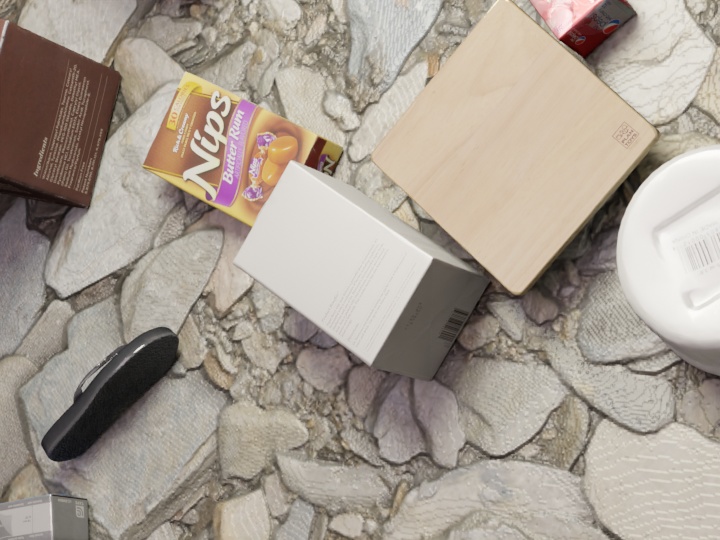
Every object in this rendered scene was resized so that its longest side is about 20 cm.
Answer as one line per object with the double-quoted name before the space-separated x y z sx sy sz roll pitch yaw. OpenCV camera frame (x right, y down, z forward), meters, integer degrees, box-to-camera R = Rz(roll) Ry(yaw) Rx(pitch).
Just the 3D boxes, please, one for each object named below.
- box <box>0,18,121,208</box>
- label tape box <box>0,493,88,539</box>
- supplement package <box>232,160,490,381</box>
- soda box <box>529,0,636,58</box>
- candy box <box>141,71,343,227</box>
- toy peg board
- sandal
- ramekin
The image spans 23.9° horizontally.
"box" -0.402 -0.178 1.893 0.165 0.200 0.165 11 85 32
"label tape box" -0.363 0.351 1.831 0.144 0.063 0.201 -14 72 29
"supplement package" 0.000 0.000 1.654 0.200 0.120 0.122 36 100 32
"soda box" 0.177 -0.304 1.648 0.070 0.063 0.200 -41 61 17
"candy box" -0.127 -0.119 1.798 0.200 0.056 0.117 28 95 34
"toy peg board" 0.154 -0.115 1.617 0.199 0.098 0.200 44 104 15
"sandal" -0.276 0.125 1.820 0.200 0.076 0.043 -44 62 16
"ramekin" 0.319 -0.013 1.475 0.200 0.098 0.201 -8 75 30
